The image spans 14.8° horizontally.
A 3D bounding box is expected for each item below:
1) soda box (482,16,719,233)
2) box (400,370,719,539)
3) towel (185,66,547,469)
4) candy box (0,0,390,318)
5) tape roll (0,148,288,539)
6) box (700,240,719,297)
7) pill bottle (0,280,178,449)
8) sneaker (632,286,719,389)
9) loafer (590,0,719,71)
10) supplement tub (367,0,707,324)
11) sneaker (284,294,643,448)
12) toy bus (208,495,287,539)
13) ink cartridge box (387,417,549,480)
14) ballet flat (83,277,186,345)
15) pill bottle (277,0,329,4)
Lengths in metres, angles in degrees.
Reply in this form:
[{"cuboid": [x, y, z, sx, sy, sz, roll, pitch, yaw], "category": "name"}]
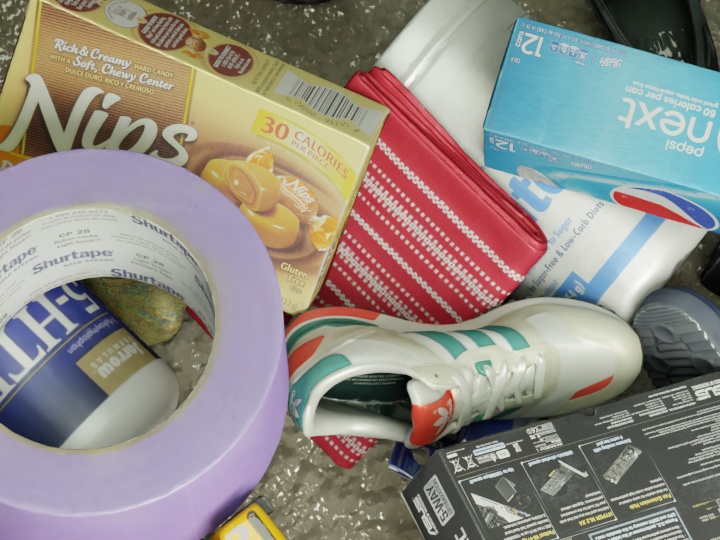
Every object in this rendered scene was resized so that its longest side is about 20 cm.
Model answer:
[{"cuboid": [0.167, -0.067, 1.464, 0.199, 0.064, 0.068, 16, 75, 8], "category": "soda box"}, {"cuboid": [0.142, 0.146, 1.412, 0.199, 0.050, 0.158, -13, 65, -34], "category": "box"}, {"cuboid": [0.000, 0.000, 1.545, 0.145, 0.022, 0.200, 45, 122, 7], "category": "towel"}, {"cuboid": [-0.097, -0.070, 1.499, 0.199, 0.055, 0.116, 24, 119, 3], "category": "candy box"}, {"cuboid": [-0.136, 0.045, 1.416, 0.198, 0.085, 0.201, 0, 65, 0], "category": "tape roll"}, {"cuboid": [0.291, -0.066, 1.573, 0.104, 0.148, 0.201, 29, 78, 3], "category": "box"}, {"cuboid": [-0.170, 0.073, 1.530, 0.200, 0.120, 0.120, 42, 79, 5], "category": "pill bottle"}, {"cuboid": [0.220, 0.057, 1.547, 0.200, 0.070, 0.082, 49, 60, -37], "category": "sneaker"}, {"cuboid": [0.162, -0.179, 1.626, 0.068, 0.070, 0.202, -20, 79, 2], "category": "loafer"}, {"cuboid": [0.097, -0.058, 1.569, 0.200, 0.132, 0.132, 39, 78, 5], "category": "supplement tub"}, {"cuboid": [0.054, 0.064, 1.474, 0.198, 0.094, 0.071, 0, 118, -2], "category": "sneaker"}, {"cuboid": [-0.068, 0.174, 1.471, 0.078, 0.200, 0.065, -36, 86, -11], "category": "toy bus"}, {"cuboid": [0.116, 0.119, 1.537, 0.199, 0.119, 0.042, 20, 102, 2], "category": "ink cartridge box"}, {"cuboid": [-0.148, -0.056, 1.584, 0.070, 0.071, 0.202, -11, 78, -6], "category": "ballet flat"}, {"cuboid": [-0.029, -0.231, 1.562, 0.111, 0.200, 0.113, 1, 78, -3], "category": "pill bottle"}]
